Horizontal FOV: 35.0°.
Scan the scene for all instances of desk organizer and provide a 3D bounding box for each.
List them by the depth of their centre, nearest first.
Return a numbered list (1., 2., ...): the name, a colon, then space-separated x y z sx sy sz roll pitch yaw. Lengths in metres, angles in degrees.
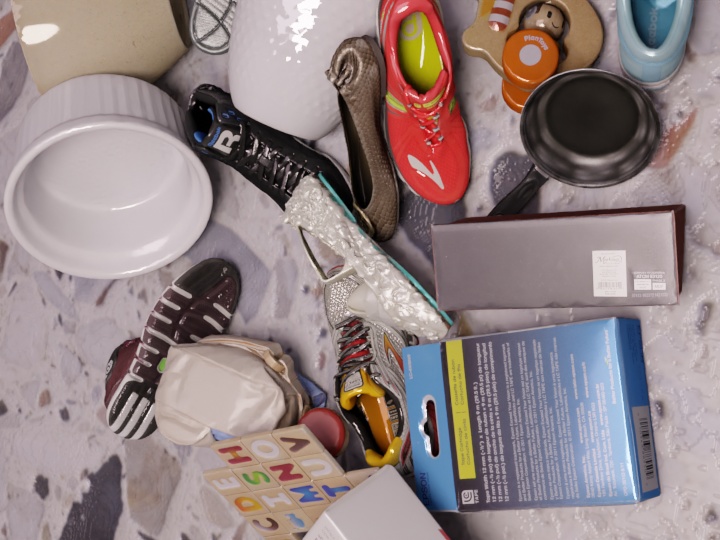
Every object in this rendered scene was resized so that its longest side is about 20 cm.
1. desk organizer: 0.164 -0.012 0.932 0.197 0.077 0.073 -2 98 26

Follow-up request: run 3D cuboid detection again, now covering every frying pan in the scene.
1. frying pan: 0.179 -0.091 0.952 0.113 0.031 0.192 18 135 2

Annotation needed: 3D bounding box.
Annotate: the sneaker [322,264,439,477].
1. sneaker: 0.013 0.086 1.019 0.077 0.082 0.203 -31 70 26

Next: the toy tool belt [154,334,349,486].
1. toy tool belt: -0.088 0.133 1.074 0.197 0.123 0.127 16 83 20

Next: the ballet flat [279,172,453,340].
1. ballet flat: 0.000 0.000 1.008 0.072 0.071 0.200 -49 66 19

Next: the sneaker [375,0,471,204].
1. sneaker: 0.051 -0.144 0.973 0.076 0.085 0.203 -15 111 1

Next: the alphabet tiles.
1. alphabet tiles: -0.038 0.204 0.997 0.165 0.201 0.008 -14 39 30

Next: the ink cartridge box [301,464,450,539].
1. ink cartridge box: 0.006 0.281 0.951 0.147 0.082 0.201 49 139 16

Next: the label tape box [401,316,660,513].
1. label tape box: 0.139 0.123 0.950 0.197 0.066 0.146 -11 82 33

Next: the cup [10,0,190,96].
1. cup: -0.254 -0.262 1.164 0.141 0.200 0.204 -11 80 4

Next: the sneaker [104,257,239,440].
1. sneaker: -0.207 0.066 1.166 0.201 0.075 0.115 -56 28 -7

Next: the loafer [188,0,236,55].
1. loafer: -0.122 -0.315 1.144 0.071 0.063 0.203 22 97 -6

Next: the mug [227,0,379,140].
1. mug: -0.056 -0.228 1.061 0.200 0.146 0.178 43 114 57

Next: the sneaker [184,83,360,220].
1. sneaker: -0.096 -0.103 1.082 0.200 0.111 0.074 41 108 27

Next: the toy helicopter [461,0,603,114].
1. toy helicopter: 0.126 -0.242 0.972 0.132 0.079 0.200 -44 76 -3

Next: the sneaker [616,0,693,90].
1. sneaker: 0.235 -0.249 0.895 0.073 0.082 0.204 -3 84 8

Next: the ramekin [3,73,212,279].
1. ramekin: -0.249 -0.096 1.129 0.200 0.199 0.099 -39 44 23

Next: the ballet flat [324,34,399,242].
1. ballet flat: 0.000 -0.109 1.004 0.067 0.046 0.202 43 148 45
